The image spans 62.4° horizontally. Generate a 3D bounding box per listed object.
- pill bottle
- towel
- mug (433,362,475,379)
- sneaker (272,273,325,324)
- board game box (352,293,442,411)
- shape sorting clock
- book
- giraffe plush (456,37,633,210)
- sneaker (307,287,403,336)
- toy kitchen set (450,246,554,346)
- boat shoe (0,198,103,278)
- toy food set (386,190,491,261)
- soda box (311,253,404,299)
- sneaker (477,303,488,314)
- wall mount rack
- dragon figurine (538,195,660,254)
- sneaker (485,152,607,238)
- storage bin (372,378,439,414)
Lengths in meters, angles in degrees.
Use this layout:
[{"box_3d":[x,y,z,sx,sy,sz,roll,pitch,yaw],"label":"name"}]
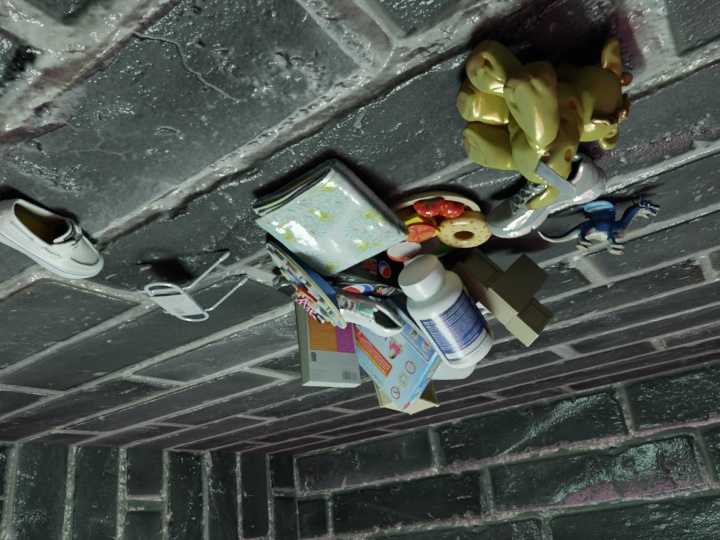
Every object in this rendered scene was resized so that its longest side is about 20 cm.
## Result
[{"box_3d":[0.153,0.072,1.085,0.110,0.112,0.201,-21,119,30],"label":"pill bottle"},{"box_3d":[-0.046,-0.074,0.922,0.170,0.049,0.199,-22,138,31],"label":"towel"},{"box_3d":[0.204,0.188,1.549,0.173,0.148,0.202,5,122,-30],"label":"mug"},{"box_3d":[-0.091,0.057,1.199,0.198,0.097,0.079,17,149,-41],"label":"sneaker"},{"box_3d":[0.076,0.157,1.267,0.055,0.200,0.197,-18,143,-44],"label":"board game box"},{"box_3d":[-0.097,0.028,1.039,0.039,0.200,0.201,-41,162,-15],"label":"shape sorting clock"},{"box_3d":[-0.068,0.143,1.266,0.132,0.203,0.048,11,151,-35],"label":"book"},{"box_3d":[0.231,-0.189,0.690,0.161,0.201,0.173,-32,158,-16],"label":"giraffe plush"},{"box_3d":[-0.004,0.072,1.152,0.197,0.076,0.088,21,173,-13],"label":"sneaker"},{"box_3d":[0.273,0.070,1.213,0.163,0.200,0.181,-34,161,-43],"label":"toy kitchen set"},{"box_3d":[-0.452,-0.048,0.888,0.069,0.072,0.200,-13,149,20],"label":"boat shoe"},{"box_3d":[0.114,-0.071,1.027,0.196,0.049,0.199,-22,153,30],"label":"toy food set"},{"box_3d":[0.000,0.000,1.124,0.198,0.072,0.063,16,150,-42],"label":"soda box"},{"box_3d":[0.226,0.083,1.375,0.198,0.081,0.070,-17,157,24],"label":"sneaker"},{"box_3d":[-0.309,0.029,1.105,0.171,0.076,0.200,-5,157,4],"label":"wall mount rack"},{"box_3d":[0.427,-0.087,1.070,0.197,0.101,0.059,4,164,24],"label":"dragon figurine"},{"box_3d":[0.278,-0.126,0.939,0.198,0.077,0.092,-29,142,26],"label":"sneaker"},{"box_3d":[0.113,0.281,1.642,0.093,0.201,0.199,-26,152,21],"label":"storage bin"}]
